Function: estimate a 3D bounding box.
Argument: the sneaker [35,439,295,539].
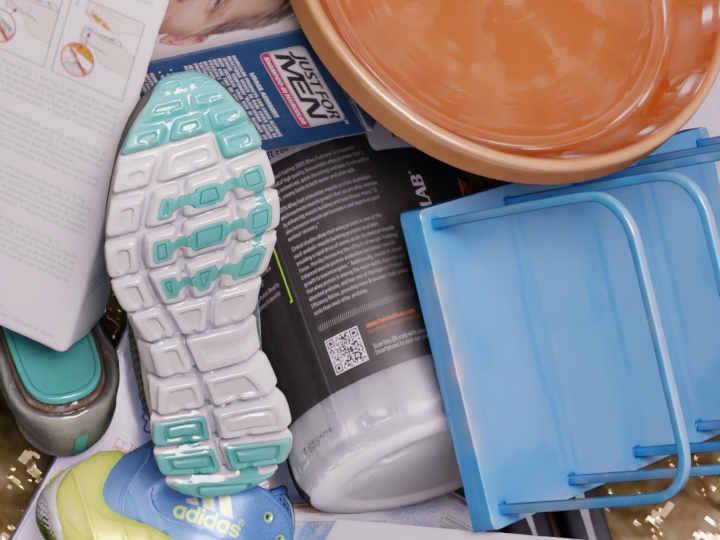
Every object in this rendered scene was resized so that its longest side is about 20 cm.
[{"bbox_3d":[-0.055,0.156,1.226,0.105,0.076,0.200,-35,90,-9],"label":"sneaker"}]

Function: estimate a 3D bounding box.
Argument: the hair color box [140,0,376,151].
[{"bbox_3d":[-0.075,-0.097,1.202,0.061,0.200,0.100,60,37,-31],"label":"hair color box"}]

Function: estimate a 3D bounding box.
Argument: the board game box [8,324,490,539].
[{"bbox_3d":[-0.069,0.155,1.284,0.199,0.041,0.200,30,83,-4],"label":"board game box"}]

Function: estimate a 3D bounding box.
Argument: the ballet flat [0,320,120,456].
[{"bbox_3d":[-0.161,-0.004,1.269,0.067,0.064,0.200,-13,63,-11],"label":"ballet flat"}]

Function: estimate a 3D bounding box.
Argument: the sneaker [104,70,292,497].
[{"bbox_3d":[-0.078,-0.002,1.176,0.077,0.091,0.200,-9,122,-14],"label":"sneaker"}]

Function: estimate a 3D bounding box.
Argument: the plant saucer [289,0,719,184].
[{"bbox_3d":[0.059,-0.126,1.134,0.200,0.032,0.201,10,63,-19],"label":"plant saucer"}]

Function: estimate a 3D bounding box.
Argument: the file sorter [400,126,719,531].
[{"bbox_3d":[0.141,0.016,1.171,0.200,0.123,0.139,-17,96,-44],"label":"file sorter"}]

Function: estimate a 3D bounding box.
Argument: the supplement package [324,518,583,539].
[{"bbox_3d":[0.058,0.231,1.180,0.200,0.151,0.152,53,54,-32],"label":"supplement package"}]

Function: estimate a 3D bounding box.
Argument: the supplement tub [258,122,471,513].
[{"bbox_3d":[0.000,0.000,1.247,0.122,0.123,0.200,-17,70,-8],"label":"supplement tub"}]

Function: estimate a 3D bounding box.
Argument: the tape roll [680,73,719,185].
[{"bbox_3d":[0.226,-0.079,1.326,0.200,0.066,0.201,1,85,-7],"label":"tape roll"}]

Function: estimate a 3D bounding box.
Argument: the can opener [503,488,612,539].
[{"bbox_3d":[0.083,0.081,1.295,0.053,0.067,0.200,-17,88,-7],"label":"can opener"}]

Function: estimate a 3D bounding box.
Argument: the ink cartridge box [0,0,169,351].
[{"bbox_3d":[-0.165,-0.083,1.169,0.160,0.047,0.200,24,117,8],"label":"ink cartridge box"}]
